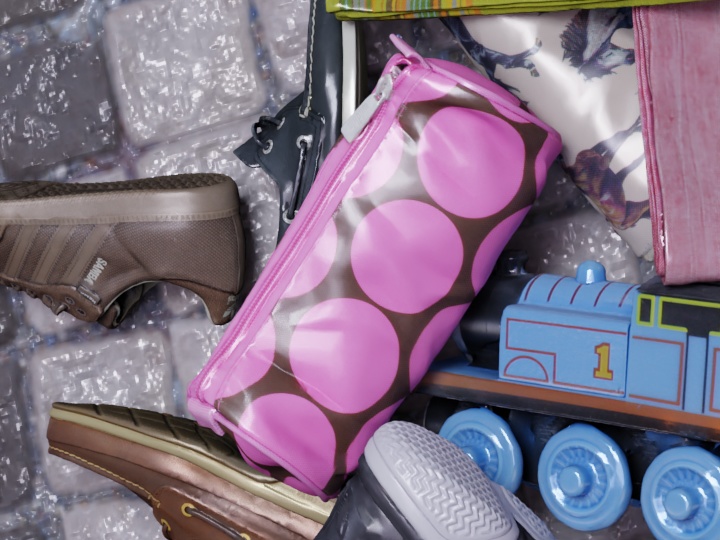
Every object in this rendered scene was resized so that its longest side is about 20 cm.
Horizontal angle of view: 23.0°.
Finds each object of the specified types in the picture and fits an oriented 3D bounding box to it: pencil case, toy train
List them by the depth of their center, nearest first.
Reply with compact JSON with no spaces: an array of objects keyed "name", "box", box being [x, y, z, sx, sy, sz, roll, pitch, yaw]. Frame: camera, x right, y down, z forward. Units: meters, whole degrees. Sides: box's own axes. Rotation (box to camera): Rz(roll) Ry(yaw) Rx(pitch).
[{"name":"toy train","box":[0.114,0.054,0.777,0.199,0.086,0.115,7,97,37]},{"name":"pencil case","box":[0.000,0.000,0.779,0.091,0.093,0.201,33,94,45]},{"name":"pencil case","box":[0.103,-0.103,0.810,0.089,0.078,0.200,-36,76,-11]}]

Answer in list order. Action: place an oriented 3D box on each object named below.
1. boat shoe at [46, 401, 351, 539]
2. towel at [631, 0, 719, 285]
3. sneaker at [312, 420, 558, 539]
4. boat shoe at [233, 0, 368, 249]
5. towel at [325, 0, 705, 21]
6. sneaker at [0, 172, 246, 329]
[{"name":"boat shoe","box":[-0.070,0.116,0.862,0.198,0.072,0.068,18,92,16]},{"name":"towel","box":[0.217,-0.069,0.742,0.198,0.023,0.145,-3,71,1]},{"name":"sneaker","box":[0.050,0.163,0.743,0.200,0.076,0.114,43,99,-11]},{"name":"boat shoe","box":[-0.029,-0.046,0.853,0.065,0.075,0.201,0,97,5]},{"name":"towel","box":[0.076,-0.156,0.763,0.198,0.018,0.087,1,90,26]},{"name":"sneaker","box":[-0.151,-0.005,0.896,0.198,0.070,0.076,-1,102,25]}]
